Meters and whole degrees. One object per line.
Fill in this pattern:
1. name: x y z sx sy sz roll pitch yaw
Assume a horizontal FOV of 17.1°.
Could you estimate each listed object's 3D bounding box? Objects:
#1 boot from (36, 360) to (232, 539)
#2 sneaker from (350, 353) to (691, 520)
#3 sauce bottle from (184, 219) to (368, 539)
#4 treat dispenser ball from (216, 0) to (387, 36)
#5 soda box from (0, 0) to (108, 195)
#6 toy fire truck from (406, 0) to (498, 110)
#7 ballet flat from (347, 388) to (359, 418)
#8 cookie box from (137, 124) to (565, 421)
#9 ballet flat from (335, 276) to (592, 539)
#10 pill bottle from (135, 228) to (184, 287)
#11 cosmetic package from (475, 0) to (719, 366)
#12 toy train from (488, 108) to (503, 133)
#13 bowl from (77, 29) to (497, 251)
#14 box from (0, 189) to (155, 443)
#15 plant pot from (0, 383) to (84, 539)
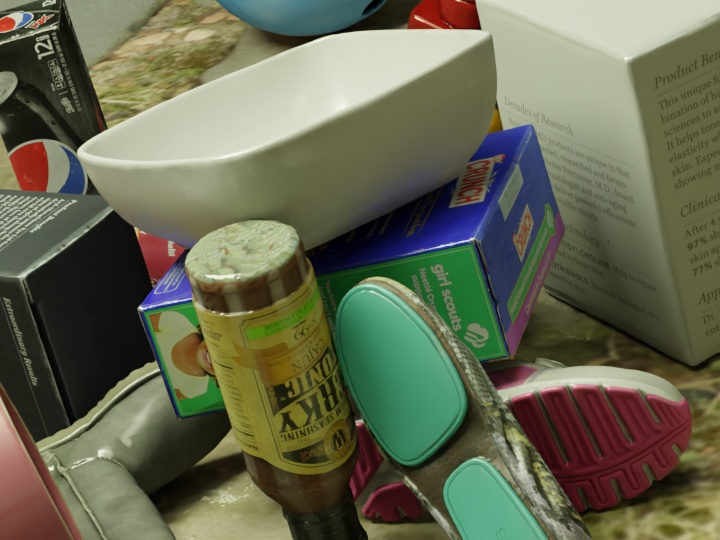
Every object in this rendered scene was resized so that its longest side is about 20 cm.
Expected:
1. boot: -0.118 0.134 1.306 0.182 0.073 0.200 -35 22 -8
2. sneaker: 0.083 0.076 1.297 0.199 0.082 0.088 -4 30 21
3. sauce bottle: -0.036 0.072 1.234 0.064 0.200 0.065 -12 30 7
4. treat dispenser ball: -0.049 -0.293 1.965 0.200 0.201 0.201 -12 26 6
5. soda box: -0.202 -0.080 1.626 0.063 0.201 0.071 -16 26 3
6. toy fire truck: 0.133 -0.179 1.600 0.176 0.200 0.129 29 44 19
7. ballet flat: 0.036 0.033 1.410 0.200 0.076 0.064 -44 0 -43
8. cookie box: 0.000 0.000 1.343 0.199 0.075 0.171 -12 20 21
9. ballet flat: 0.055 0.092 1.212 0.072 0.072 0.201 -25 70 -19
10. pill bottle: -0.049 -0.018 1.524 0.199 0.110 0.110 3 31 34
11. cosmetic package: 0.196 -0.085 1.419 0.167 0.201 0.166 -25 27 -21
12. toy train: 0.078 -0.088 1.544 0.200 0.116 0.085 -22 22 24
13. bowl: -0.035 -0.066 1.315 0.200 0.075 0.199 -26 17 -28
14. box: -0.227 0.036 1.474 0.199 0.148 0.104 5 32 34
15. plant pot: -0.235 0.143 1.183 0.179 0.200 0.200 -28 27 -6
